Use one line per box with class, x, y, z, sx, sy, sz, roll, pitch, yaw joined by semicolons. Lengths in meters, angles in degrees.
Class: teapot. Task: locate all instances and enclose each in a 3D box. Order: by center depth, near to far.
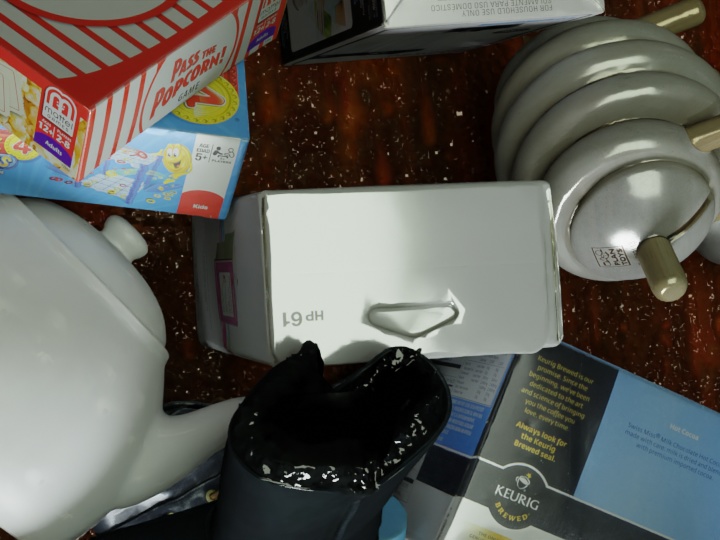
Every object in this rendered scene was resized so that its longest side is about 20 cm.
teapot;-0.167;0.026;0.775;0.146;0.197;0.200;-47;134;-10

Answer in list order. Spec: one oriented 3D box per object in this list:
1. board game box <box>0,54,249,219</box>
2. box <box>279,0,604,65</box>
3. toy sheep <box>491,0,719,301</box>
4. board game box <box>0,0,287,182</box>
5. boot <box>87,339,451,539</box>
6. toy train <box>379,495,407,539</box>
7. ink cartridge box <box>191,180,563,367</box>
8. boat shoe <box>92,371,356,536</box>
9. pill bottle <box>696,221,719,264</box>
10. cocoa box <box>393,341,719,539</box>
board game box;-0.159;-0.125;0.779;0.195;0.056;0.201;6;48;-16
box;0.034;-0.148;0.818;0.116;0.200;0.060;-7;94;-17
toy sheep;0.134;-0.062;0.805;0.137;0.200;0.138;-5;130;-6
board game box;-0.154;-0.145;0.726;0.200;0.046;0.151;35;47;12
boot;-0.064;0.109;0.696;0.199;0.168;0.077;-17;61;-23
toy train;-0.065;0.185;0.812;0.199;0.085;0.116;-11;124;-26
ink cartridge box;0.000;0.000;0.811;0.144;0.200;0.085;-4;92;-15
boat shoe;-0.061;0.095;0.862;0.200;0.071;0.091;-38;104;-9
pill bottle;0.252;-0.060;0.924;0.199;0.112;0.113;-4;92;-14
cocoa box;0.129;0.123;0.883;0.199;0.133;0.132;24;84;-15
